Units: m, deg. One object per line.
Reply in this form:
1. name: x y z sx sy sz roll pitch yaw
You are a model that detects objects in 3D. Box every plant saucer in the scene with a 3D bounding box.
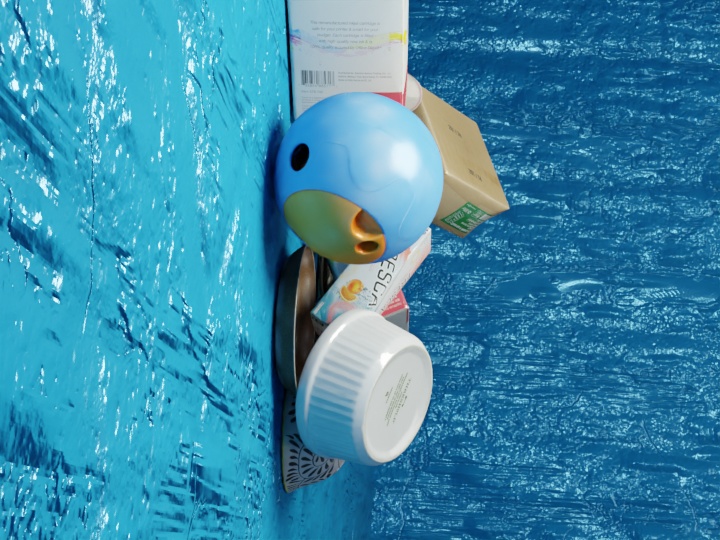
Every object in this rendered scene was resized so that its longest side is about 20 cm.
1. plant saucer: -0.084 0.066 1.418 0.200 0.032 0.202 3 90 -86

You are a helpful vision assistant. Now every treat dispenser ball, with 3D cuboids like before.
1. treat dispenser ball: -0.003 -0.107 1.289 0.201 0.199 0.203 3 90 -85

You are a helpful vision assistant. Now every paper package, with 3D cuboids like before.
1. paper package: 0.124 -0.172 1.750 0.199 0.103 0.192 21 45 -52

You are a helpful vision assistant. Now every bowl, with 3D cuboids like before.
1. bowl: -0.050 0.212 1.540 0.201 0.093 0.203 2 90 -85

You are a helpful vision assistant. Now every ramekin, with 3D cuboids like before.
1. ramekin: 0.013 0.157 1.413 0.202 0.094 0.204 -28 125 -47

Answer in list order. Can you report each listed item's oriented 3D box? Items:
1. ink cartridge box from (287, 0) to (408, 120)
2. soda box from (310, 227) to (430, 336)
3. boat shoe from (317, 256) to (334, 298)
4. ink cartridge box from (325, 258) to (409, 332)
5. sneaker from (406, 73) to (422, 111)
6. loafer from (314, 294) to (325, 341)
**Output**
1. ink cartridge box: -0.012 -0.310 1.404 0.145 0.144 0.201 -81 173 -54
2. soda box: 0.017 0.013 1.500 0.200 0.063 0.069 -52 161 -19
3. boat shoe: -0.031 -0.028 1.781 0.060 0.071 0.204 94 4 -79
4. ink cartridge box: 0.000 0.000 1.642 0.145 0.083 0.201 82 -13 -72
5. sneaker: 0.024 -0.261 1.598 0.199 0.088 0.082 1 107 -42
6. loafer: -0.027 0.107 1.636 0.063 0.072 0.200 -50 143 -19
